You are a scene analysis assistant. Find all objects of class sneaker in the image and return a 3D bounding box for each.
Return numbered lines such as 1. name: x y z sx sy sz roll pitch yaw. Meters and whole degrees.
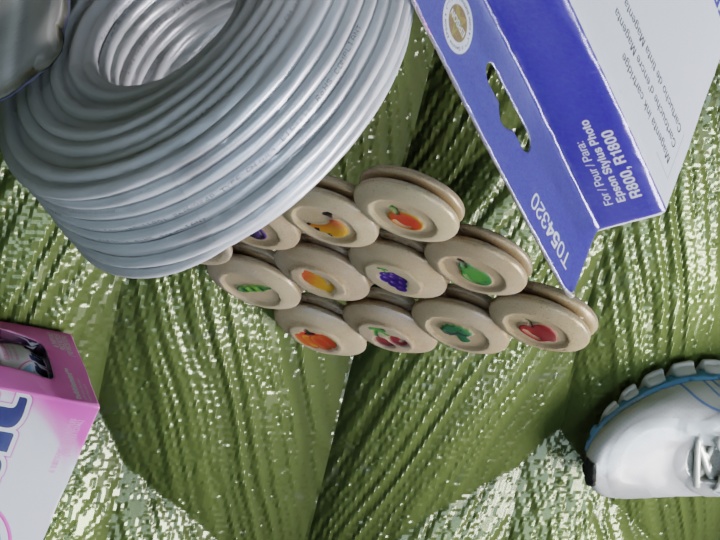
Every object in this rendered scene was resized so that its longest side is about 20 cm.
1. sneaker: 0.220 0.094 1.488 0.199 0.087 0.075 -12 127 -11

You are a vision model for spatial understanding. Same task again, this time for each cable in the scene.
1. cable: -0.067 -0.094 1.183 0.199 0.201 0.069 -23 132 25

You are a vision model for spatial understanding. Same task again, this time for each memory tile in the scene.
1. memory tile: 0.000 0.000 1.299 0.153 0.199 0.017 39 62 -36

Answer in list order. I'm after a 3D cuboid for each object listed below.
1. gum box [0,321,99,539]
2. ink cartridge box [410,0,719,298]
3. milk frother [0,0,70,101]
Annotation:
1. gum box: -0.216 0.110 1.349 0.113 0.066 0.201 12 117 -28
2. ink cartridge box: 0.103 -0.125 1.241 0.043 0.201 0.197 -4 135 30
3. milk frother: -0.160 -0.204 1.127 0.200 0.180 0.188 -42 170 -24
